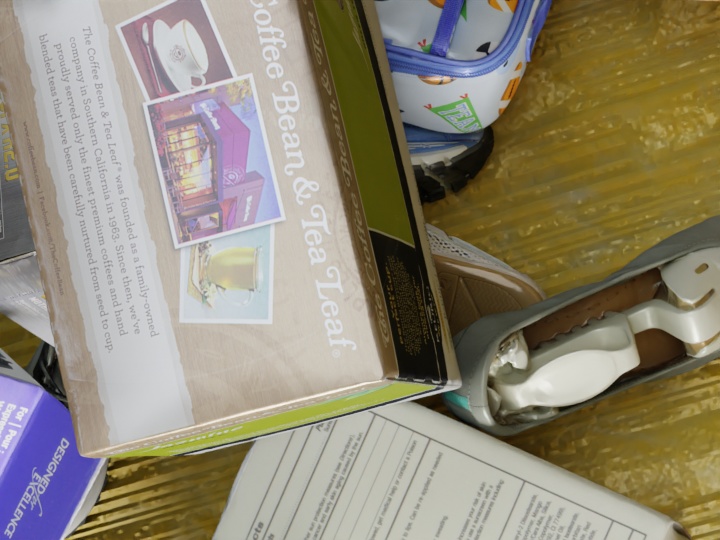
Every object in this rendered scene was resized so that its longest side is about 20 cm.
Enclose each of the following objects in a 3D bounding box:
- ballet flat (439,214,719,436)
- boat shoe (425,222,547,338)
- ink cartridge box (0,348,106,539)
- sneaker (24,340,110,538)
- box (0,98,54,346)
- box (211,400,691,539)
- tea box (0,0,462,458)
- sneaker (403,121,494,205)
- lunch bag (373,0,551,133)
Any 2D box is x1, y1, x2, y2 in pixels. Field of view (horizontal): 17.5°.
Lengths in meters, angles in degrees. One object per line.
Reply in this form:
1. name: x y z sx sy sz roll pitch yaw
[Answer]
1. ballet flat: 0.134 0.030 1.106 0.199 0.064 0.068 -22 106 -13
2. boat shoe: 0.000 0.000 1.170 0.199 0.069 0.071 21 105 7
3. ink cartridge box: -0.223 0.108 1.060 0.200 0.043 0.199 36 105 36
4. sneaker: -0.150 0.065 1.188 0.074 0.079 0.201 38 96 17
5. box: -0.139 -0.066 1.094 0.048 0.158 0.201 -15 65 16
6. box: 0.041 0.141 1.112 0.199 0.109 0.129 23 86 17
7. tea box: -0.053 -0.032 0.999 0.133 0.197 0.202 -14 83 9
8. sneaker: -0.029 -0.084 1.189 0.198 0.079 0.090 7 78 10
9. lunch bag: 0.031 -0.170 1.164 0.159 0.076 0.201 13 61 12
